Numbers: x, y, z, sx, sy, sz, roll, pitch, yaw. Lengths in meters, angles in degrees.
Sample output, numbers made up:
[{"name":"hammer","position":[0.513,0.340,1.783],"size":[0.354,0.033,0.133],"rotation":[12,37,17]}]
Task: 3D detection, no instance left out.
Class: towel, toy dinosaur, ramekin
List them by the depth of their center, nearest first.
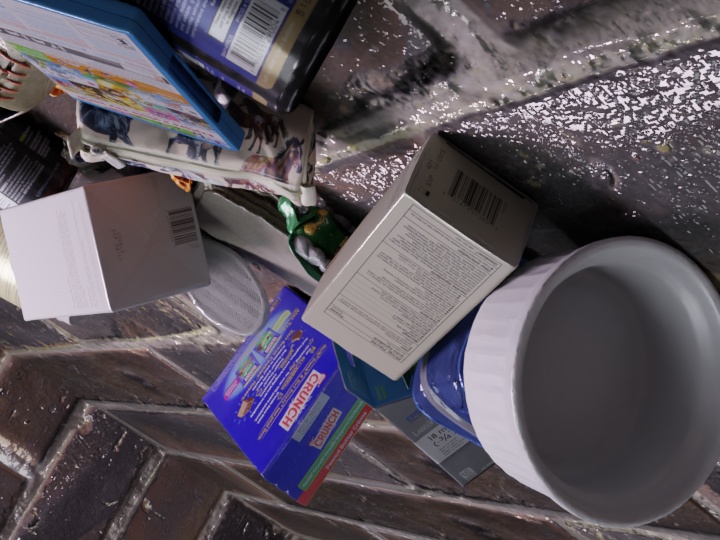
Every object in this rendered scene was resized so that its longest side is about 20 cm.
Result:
[{"name":"ramekin","position":[0.171,0.078,0.796],"size":[0.199,0.202,0.097],"rotation":[36,166,-20]},{"name":"toy dinosaur","position":[-0.252,-0.119,1.059],"size":[0.086,0.048,0.200],"rotation":[-1,-177,-14]},{"name":"towel","position":[-0.086,-0.033,1.098],"size":[0.198,0.035,0.132],"rotation":[33,161,-12]}]

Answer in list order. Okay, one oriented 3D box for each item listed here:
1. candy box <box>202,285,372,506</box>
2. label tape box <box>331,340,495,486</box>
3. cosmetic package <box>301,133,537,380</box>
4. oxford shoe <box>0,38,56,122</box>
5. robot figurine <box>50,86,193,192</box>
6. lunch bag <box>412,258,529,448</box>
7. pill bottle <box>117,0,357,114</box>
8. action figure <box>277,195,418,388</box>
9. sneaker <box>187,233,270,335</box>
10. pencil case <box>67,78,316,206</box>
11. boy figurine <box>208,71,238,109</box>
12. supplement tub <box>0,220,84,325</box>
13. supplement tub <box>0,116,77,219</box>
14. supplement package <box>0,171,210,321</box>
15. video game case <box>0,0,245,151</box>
[{"name":"candy box","position":[-0.073,0.132,1.195],"size":[0.077,0.170,0.200],"rotation":[37,178,-30]},{"name":"label tape box","position":[0.054,0.104,1.080],"size":[0.200,0.063,0.145],"rotation":[44,-163,-36]},{"name":"cosmetic package","position":[0.042,-0.004,0.857],"size":[0.104,0.072,0.200],"rotation":[33,141,-8]},{"name":"oxford shoe","position":[-0.248,-0.154,0.800],"size":[0.070,0.076,0.200],"rotation":[34,160,-13]},{"name":"robot figurine","position":[-0.202,-0.154,0.927],"size":[0.199,0.059,0.144],"rotation":[36,156,-18]},{"name":"lunch bag","position":[0.153,0.093,0.933],"size":[0.198,0.137,0.132],"rotation":[30,160,-9]},{"name":"pill bottle","position":[-0.100,-0.189,0.636],"size":[0.198,0.113,0.112],"rotation":[31,160,-6]},{"name":"action figure","position":[0.000,0.000,0.995],"size":[0.199,0.119,0.055],"rotation":[41,135,-8]},{"name":"sneaker","position":[-0.154,0.006,1.187],"size":[0.199,0.074,0.115],"rotation":[39,-177,24]},{"name":"pencil case","position":[-0.125,-0.104,0.843],"size":[0.196,0.091,0.078],"rotation":[11,151,-4]},{"name":"boy figurine","position":[-0.159,-0.199,0.762],"size":[0.198,0.065,0.124],"rotation":[32,165,-15]},{"name":"supplement tub","position":[-0.426,-0.031,1.382],"size":[0.198,0.146,0.145],"rotation":[28,160,2]},{"name":"supplement tub","position":[-0.418,-0.136,1.186],"size":[0.199,0.108,0.106],"rotation":[37,158,-21]},{"name":"supplement package","position":[-0.263,-0.025,1.097],"size":[0.198,0.119,0.124],"rotation":[-5,98,49]},{"name":"video game case","position":[-0.165,-0.134,0.687],"size":[0.141,0.018,0.200],"rotation":[19,172,14]}]
